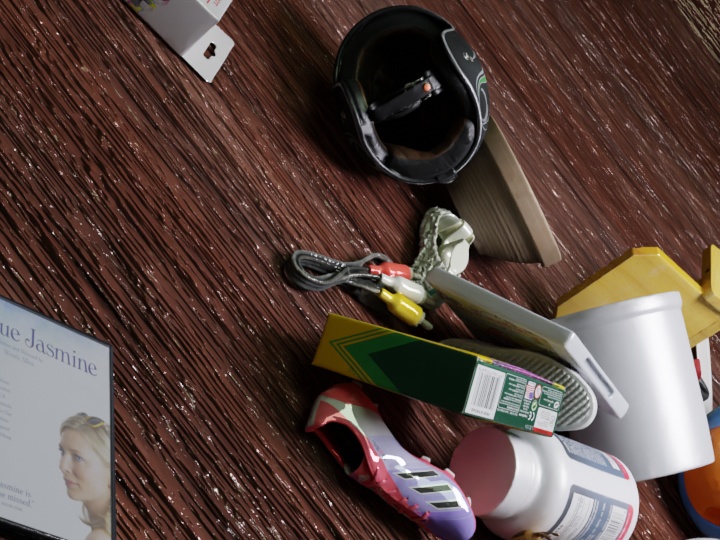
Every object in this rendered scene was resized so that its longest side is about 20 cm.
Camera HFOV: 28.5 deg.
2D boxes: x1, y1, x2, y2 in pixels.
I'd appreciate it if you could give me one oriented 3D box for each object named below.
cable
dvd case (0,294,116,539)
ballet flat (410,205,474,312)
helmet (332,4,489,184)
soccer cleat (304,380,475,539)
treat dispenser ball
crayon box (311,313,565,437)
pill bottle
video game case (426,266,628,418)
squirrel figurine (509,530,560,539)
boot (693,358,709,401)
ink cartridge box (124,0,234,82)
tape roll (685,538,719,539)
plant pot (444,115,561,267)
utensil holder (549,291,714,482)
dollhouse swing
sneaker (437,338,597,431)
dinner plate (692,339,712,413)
[{"bbox_3d":[0.000,0.000,1.504,0.199,0.050,0.098,26,38,-42],"label":"cable"},{"bbox_3d":[-0.244,0.113,1.060,0.142,0.018,0.201,28,37,-37],"label":"dvd case"},{"bbox_3d":[0.105,-0.022,1.670,0.072,0.072,0.200,44,30,-17],"label":"ballet flat"},{"bbox_3d":[0.060,-0.207,1.678,0.200,0.200,0.191,41,16,-21],"label":"helmet"},{"bbox_3d":[0.027,0.192,1.332,0.200,0.067,0.077,48,39,-6],"label":"soccer cleat"},{"bbox_3d":[0.509,0.265,1.813,0.200,0.200,0.202,36,33,-28],"label":"treat dispenser ball"},{"bbox_3d":[0.079,0.103,1.372,0.200,0.172,0.059,22,83,-56],"label":"crayon box"},{"bbox_3d":[0.187,0.227,1.467,0.199,0.119,0.120,25,40,-41],"label":"pill bottle"},{"bbox_3d":[0.183,0.080,1.550,0.199,0.023,0.182,27,-13,40],"label":"video game case"},{"bbox_3d":[0.186,0.347,1.347,0.200,0.141,0.187,49,18,-10],"label":"squirrel figurine"},{"bbox_3d":[0.342,0.128,1.777,0.199,0.144,0.073,34,36,-29],"label":"boot"},{"bbox_3d":[-0.200,-0.313,1.529,0.200,0.068,0.115,45,30,-17],"label":"ink cartridge box"},{"bbox_3d":[0.328,0.377,1.428,0.139,0.202,0.204,6,53,-52],"label":"tape roll"},{"bbox_3d":[0.167,-0.083,1.764,0.202,0.092,0.201,62,5,-9],"label":"plant pot"},{"bbox_3d":[0.313,0.141,1.655,0.169,0.169,0.202,-2,79,-56],"label":"utensil holder"},{"bbox_3d":[0.366,0.027,1.861,0.176,0.200,0.182,45,30,-14],"label":"dollhouse swing"},{"bbox_3d":[0.183,0.120,1.536,0.200,0.073,0.114,22,3,34],"label":"sneaker"},{"bbox_3d":[0.472,0.138,1.966,0.200,0.024,0.202,-4,90,-79],"label":"dinner plate"}]
